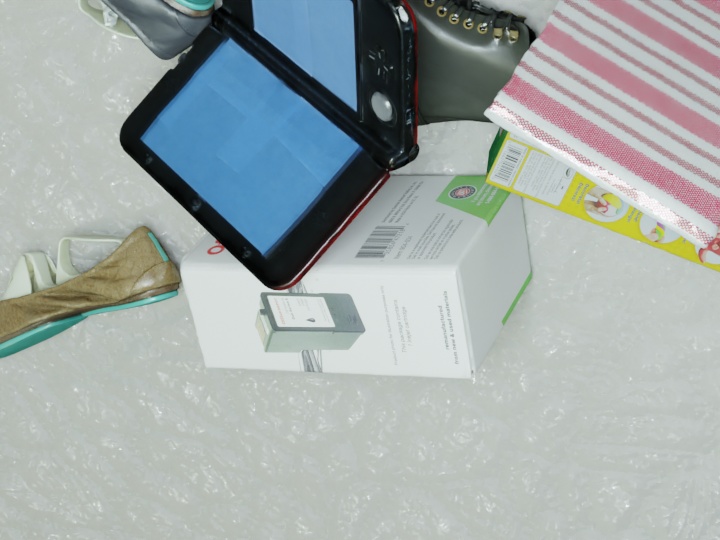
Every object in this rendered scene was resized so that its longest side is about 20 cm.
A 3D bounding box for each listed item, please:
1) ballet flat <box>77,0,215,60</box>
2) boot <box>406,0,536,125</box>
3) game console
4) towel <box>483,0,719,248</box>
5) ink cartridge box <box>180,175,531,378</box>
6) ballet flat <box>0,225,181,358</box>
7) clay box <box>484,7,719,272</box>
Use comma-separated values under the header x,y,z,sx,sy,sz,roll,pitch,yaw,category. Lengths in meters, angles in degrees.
x,y,z,sx,sy,sz,roll,pitch,yaw,category
-0.193,-0.216,1.141,0.200,0.073,0.073,37,125,-1,ballet flat
0.050,-0.182,1.056,0.138,0.078,0.201,5,131,17,boot
-0.067,-0.121,1.034,0.200,0.118,0.173,41,150,34,game console
0.171,-0.108,0.961,0.146,0.200,0.030,32,140,5,towel
0.000,0.000,1.122,0.199,0.146,0.084,1,118,24,ink cartridge box
-0.229,0.012,1.285,0.199,0.068,0.073,-19,87,30,ballet flat
0.192,-0.076,1.039,0.199,0.048,0.115,20,124,-5,clay box
